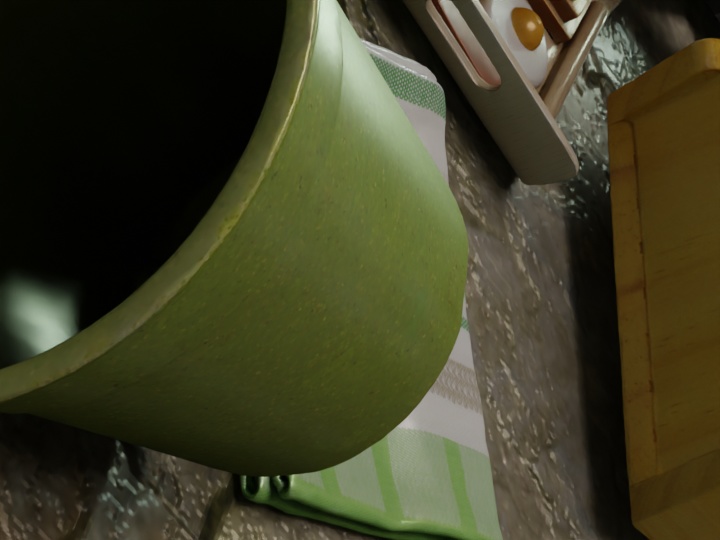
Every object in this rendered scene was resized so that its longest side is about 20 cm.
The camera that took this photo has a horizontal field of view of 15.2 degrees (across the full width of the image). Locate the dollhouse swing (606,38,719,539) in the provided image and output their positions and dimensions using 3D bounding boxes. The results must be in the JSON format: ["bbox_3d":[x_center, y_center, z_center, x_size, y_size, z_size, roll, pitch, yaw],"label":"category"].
[{"bbox_3d":[0.204,0.011,1.121,0.182,0.175,0.201,38,43,-50],"label":"dollhouse swing"}]

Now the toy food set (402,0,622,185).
[{"bbox_3d":[0.074,-0.144,1.162,0.144,0.060,0.200,55,34,-18],"label":"toy food set"}]

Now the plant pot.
[{"bbox_3d":[-0.058,-0.024,0.795,0.190,0.199,0.201,38,41,-55],"label":"plant pot"}]

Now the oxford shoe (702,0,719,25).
[{"bbox_3d":[0.170,-0.178,1.308,0.085,0.072,0.200,66,5,29],"label":"oxford shoe"}]

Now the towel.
[{"bbox_3d":[0.000,0.000,0.989,0.149,0.031,0.201,19,55,-49],"label":"towel"}]
